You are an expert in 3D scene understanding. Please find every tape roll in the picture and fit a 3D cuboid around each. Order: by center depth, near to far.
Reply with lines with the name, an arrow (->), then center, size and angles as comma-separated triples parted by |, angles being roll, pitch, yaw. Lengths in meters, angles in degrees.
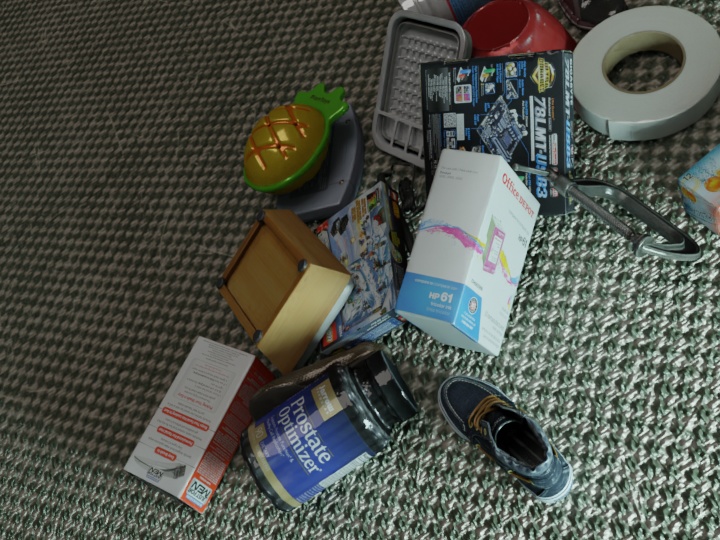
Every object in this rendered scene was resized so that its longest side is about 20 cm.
tape roll -> 0.372, -0.261, 1.169 | 0.198, 0.037, 0.206 | -11, 56, 16

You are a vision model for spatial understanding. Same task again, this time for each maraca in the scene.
maraca -> -0.096, -0.196, 1.307 | 0.136, 0.107, 0.202 | 23, 71, 39

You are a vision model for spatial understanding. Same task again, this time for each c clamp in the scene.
c clamp -> 0.290, -0.065, 1.027 | 0.200, 0.169, 0.027 | 43, 122, 35

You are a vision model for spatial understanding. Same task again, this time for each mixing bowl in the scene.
mixing bowl -> 0.207, -0.309, 1.261 | 0.196, 0.109, 0.204 | -15, 52, 21

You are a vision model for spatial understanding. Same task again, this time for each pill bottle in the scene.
pill bottle -> -0.035, 0.184, 1.049 | 0.198, 0.112, 0.113 | -35, 48, 4
pill bottle -> 0.158, -0.441, 1.379 | 0.197, 0.109, 0.110 | -28, 49, 9

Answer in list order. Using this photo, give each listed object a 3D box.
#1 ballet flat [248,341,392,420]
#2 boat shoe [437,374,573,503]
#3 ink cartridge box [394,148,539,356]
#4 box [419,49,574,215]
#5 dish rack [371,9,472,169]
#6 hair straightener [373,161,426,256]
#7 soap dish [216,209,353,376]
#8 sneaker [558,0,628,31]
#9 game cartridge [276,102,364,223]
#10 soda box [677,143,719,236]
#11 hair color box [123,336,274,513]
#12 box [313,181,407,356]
ballet flat -> -0.051, 0.138, 1.126 | 0.197, 0.068, 0.047 | -25, 34, 9
boat shoe -> 0.148, 0.164, 0.973 | 0.071, 0.091, 0.200 | -45, 48, -7
ink cartridge box -> 0.130, -0.021, 1.049 | 0.083, 0.144, 0.204 | 9, 77, 32
box -> 0.175, -0.173, 1.147 | 0.195, 0.049, 0.205 | 1, 100, 29
dish rack -> 0.092, -0.257, 1.266 | 0.171, 0.043, 0.204 | 31, 119, 48
hair straightener -> 0.064, -0.079, 1.234 | 0.076, 0.041, 0.203 | -21, 46, 15
soap dish -> -0.107, 0.019, 1.189 | 0.159, 0.081, 0.200 | -56, 39, 9
sneaker -> 0.305, -0.432, 1.285 | 0.075, 0.116, 0.201 | -35, 48, 2
game cartridge -> -0.059, -0.162, 1.357 | 0.131, 0.041, 0.204 | -13, 53, 26
soda box -> 0.463, -0.131, 1.021 | 0.199, 0.064, 0.069 | -39, 48, -1
hair color box -> -0.210, 0.199, 1.171 | 0.109, 0.064, 0.202 | 14, 65, 34
box -> 0.000, 0.000, 1.176 | 0.136, 0.040, 0.203 | -32, 47, 32
